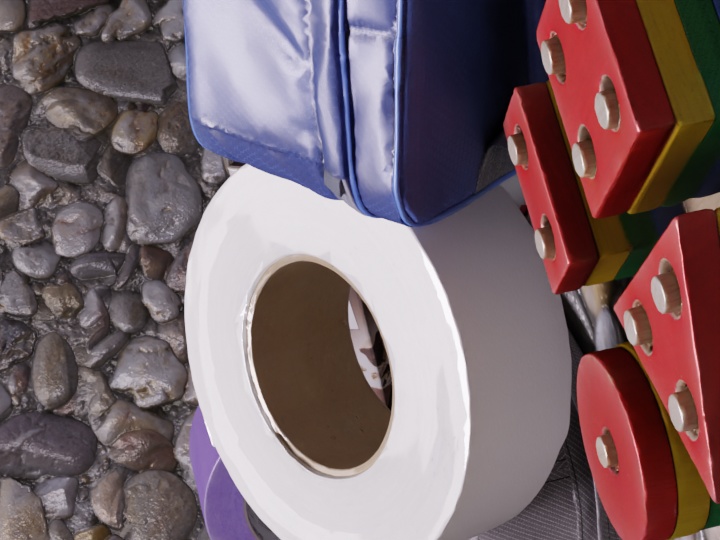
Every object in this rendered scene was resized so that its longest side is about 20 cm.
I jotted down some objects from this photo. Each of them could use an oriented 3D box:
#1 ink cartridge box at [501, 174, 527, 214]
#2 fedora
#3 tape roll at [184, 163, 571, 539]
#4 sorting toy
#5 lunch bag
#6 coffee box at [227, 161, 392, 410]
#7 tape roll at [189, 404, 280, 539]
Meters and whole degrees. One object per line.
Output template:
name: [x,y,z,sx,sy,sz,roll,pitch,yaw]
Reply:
ink cartridge box: [0.027,-0.117,0.910,0.146,0.082,0.202,99,157,-72]
fedora: [0.072,0.104,0.893,0.200,0.090,0.178,-156,54,-81]
tape roll: [0.003,0.038,0.796,0.202,0.070,0.204,18,115,44]
sorting toy: [0.107,-0.003,0.550,0.200,0.069,0.200,101,155,-71]
lunch bag: [0.017,-0.113,0.667,0.132,0.136,0.201,21,127,35]
coffee box: [0.000,0.000,1.056,0.113,0.079,0.201,-44,-50,-44]
tape roll: [-0.036,0.156,1.368,0.085,0.198,0.201,-114,14,-55]
